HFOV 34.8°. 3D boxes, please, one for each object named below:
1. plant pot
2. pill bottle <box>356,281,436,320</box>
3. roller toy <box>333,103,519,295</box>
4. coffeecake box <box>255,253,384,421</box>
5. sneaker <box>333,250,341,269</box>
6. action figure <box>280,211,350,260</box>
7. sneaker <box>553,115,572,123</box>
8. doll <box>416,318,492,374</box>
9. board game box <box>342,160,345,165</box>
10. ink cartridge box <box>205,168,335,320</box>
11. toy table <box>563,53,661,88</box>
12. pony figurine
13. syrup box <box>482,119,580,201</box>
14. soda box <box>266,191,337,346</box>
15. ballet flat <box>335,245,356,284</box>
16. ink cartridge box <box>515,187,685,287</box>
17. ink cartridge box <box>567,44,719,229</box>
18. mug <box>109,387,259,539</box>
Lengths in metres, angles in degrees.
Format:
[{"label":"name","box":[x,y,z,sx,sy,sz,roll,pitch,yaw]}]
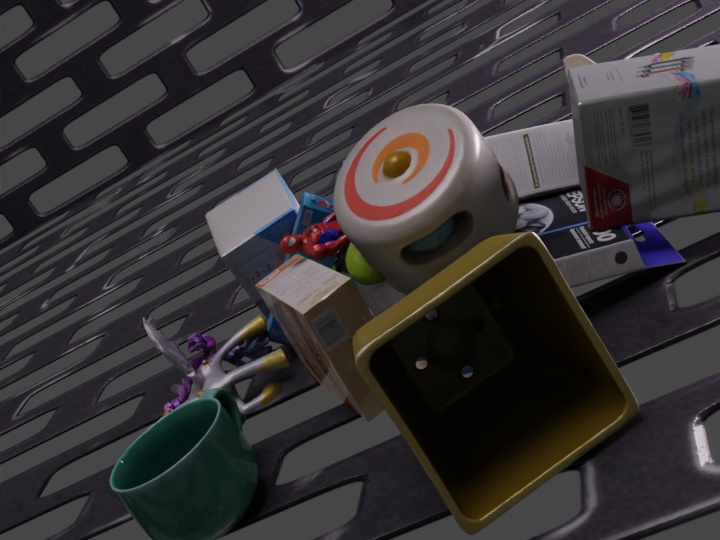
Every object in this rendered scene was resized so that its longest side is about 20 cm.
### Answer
[{"label":"plant pot","box":[0.107,0.088,1.089,0.193,0.197,0.200,-34,10,-3]},{"label":"pill bottle","box":[0.075,-0.022,1.497,0.110,0.112,0.201,-21,23,32]},{"label":"roller toy","box":[0.069,-0.081,1.240,0.181,0.140,0.202,7,62,41]},{"label":"coffeecake box","box":[-0.035,0.075,1.377,0.073,0.155,0.200,-35,19,-12]},{"label":"sneaker","box":[0.033,-0.051,1.674,0.200,0.083,0.071,-45,23,-28]},{"label":"action figure","box":[-0.007,-0.058,1.426,0.197,0.052,0.066,-21,38,-14]},{"label":"sneaker","box":[0.245,-0.123,1.532,0.200,0.074,0.088,-45,20,-3]},{"label":"doll","box":[0.134,0.075,1.267,0.198,0.049,0.137,-32,19,6]},{"label":"board game box","box":[0.076,-0.128,1.505,0.196,0.037,0.151,-3,0,0]},{"label":"ink cartridge box","box":[-0.115,-0.016,1.690,0.128,0.201,0.126,-32,36,2]},{"label":"toy table","box":[0.327,-0.186,1.417,0.115,0.187,0.200,-15,-3,10]},{"label":"pony figurine","box":[-0.200,0.141,1.522,0.198,0.168,0.193,-28,32,-8]},{"label":"syrup box","box":[0.169,-0.119,1.388,0.196,0.083,0.079,-11,-5,-3]},{"label":"soda box","box":[-0.076,0.002,1.580,0.068,0.063,0.203,-98,25,-70]},{"label":"ballet flat","box":[0.000,0.000,1.560,0.075,0.063,0.203,30,108,49]},{"label":"ink cartridge box","box":[0.237,-0.039,1.288,0.197,0.044,0.199,-13,22,0]},{"label":"ink cartridge box","box":[0.334,-0.149,1.246,0.196,0.148,0.145,-7,23,9]},{"label":"mug","box":[-0.179,0.228,1.307,0.185,0.115,0.151,-41,20,-23]}]
